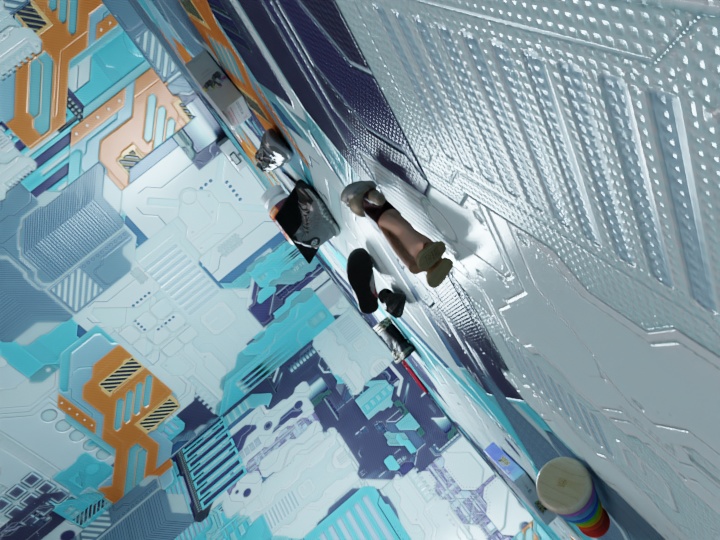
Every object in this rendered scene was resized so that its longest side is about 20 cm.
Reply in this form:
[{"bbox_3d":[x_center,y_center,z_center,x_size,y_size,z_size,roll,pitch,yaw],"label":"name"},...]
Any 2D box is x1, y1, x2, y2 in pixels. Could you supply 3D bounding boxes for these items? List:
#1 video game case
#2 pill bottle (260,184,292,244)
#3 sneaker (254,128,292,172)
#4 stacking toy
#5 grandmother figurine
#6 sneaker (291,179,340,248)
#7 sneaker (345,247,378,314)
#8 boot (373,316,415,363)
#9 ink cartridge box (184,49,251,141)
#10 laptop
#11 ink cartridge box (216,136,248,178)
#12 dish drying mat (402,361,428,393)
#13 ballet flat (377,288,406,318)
[{"bbox_3d":[0.453,0.604,1.910,0.182,0.045,0.200,52,175,-17],"label":"video game case"},{"bbox_3d":[-0.258,-0.198,2.351,0.200,0.109,0.110,50,175,15],"label":"pill bottle"},{"bbox_3d":[-0.205,-0.262,1.539,0.075,0.082,0.200,51,175,4],"label":"sneaker"},{"bbox_3d":[0.350,0.372,1.058,0.200,0.085,0.085,47,179,-40],"label":"stacking toy"},{"bbox_3d":[0.037,-0.063,0.888,0.200,0.060,0.122,44,163,42],"label":"grandmother figurine"},{"bbox_3d":[-0.136,-0.126,1.682,0.075,0.115,0.201,45,172,49],"label":"sneaker"},{"bbox_3d":[-0.001,0.001,1.625,0.109,0.066,0.203,-103,-1,-49],"label":"sneaker"},{"bbox_3d":[0.110,0.237,2.280,0.151,0.073,0.200,50,171,6],"label":"boot"},{"bbox_3d":[-0.338,-0.429,1.654,0.201,0.068,0.115,52,175,10],"label":"ink cartridge box"},{"bbox_3d":[-0.186,-0.156,1.936,0.188,0.116,0.200,56,174,-36],"label":"laptop"},{"bbox_3d":[-0.644,-0.579,3.423,0.201,0.068,0.116,55,175,-26],"label":"ink cartridge box"},{"bbox_3d":[0.259,0.508,3.195,0.201,0.018,0.077,55,173,-32],"label":"dish drying mat"},{"bbox_3d":[0.081,0.070,1.573,0.066,0.057,0.200,37,-177,-8],"label":"ballet flat"}]
